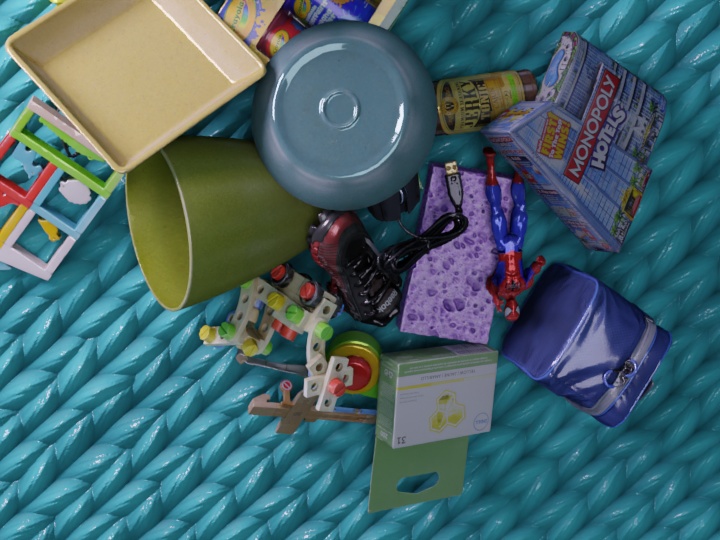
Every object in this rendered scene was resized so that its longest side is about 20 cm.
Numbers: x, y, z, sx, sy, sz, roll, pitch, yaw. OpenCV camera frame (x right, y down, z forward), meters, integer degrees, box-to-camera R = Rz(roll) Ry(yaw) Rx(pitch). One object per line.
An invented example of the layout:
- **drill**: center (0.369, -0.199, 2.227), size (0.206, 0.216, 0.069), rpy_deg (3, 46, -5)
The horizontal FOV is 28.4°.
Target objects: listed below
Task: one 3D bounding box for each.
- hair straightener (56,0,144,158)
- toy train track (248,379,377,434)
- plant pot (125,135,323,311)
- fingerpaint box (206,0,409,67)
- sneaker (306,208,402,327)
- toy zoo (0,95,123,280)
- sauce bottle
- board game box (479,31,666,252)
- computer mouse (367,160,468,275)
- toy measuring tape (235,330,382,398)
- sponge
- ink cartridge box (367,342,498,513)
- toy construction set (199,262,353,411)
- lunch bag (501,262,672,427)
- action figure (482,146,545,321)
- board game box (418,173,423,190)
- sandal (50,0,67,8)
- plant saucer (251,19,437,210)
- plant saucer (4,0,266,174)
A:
- **hair straightener**: center (-0.282, -0.215, 1.570), size (0.076, 0.041, 0.201), rpy_deg (28, 104, -12)
- **toy train track**: center (-0.035, 0.158, 1.682), size (0.197, 0.033, 0.115), rpy_deg (7, 148, -19)
- **plant pot**: center (-0.131, -0.067, 1.554), size (0.198, 0.187, 0.190), rpy_deg (-12, 107, -27)
- **fingerpaint box**: center (-0.045, -0.293, 1.539), size (0.166, 0.073, 0.201), rpy_deg (34, 94, -6)
- **sneaker**: center (0.000, 0.000, 1.574), size (0.098, 0.201, 0.071), rpy_deg (37, 72, 27)
- **toy zoo**: center (-0.364, -0.078, 1.583), size (0.131, 0.021, 0.201), rpy_deg (34, 107, -19)
- **sauce bottle**: center (0.101, -0.183, 1.594), size (0.197, 0.065, 0.066), rpy_deg (-10, 105, -12)
- **board game box**: center (0.239, -0.154, 1.576), size (0.199, 0.061, 0.202), rpy_deg (28, 81, -29)
- **computer mouse**: center (0.055, -0.108, 1.542), size (0.139, 0.046, 0.202), rpy_deg (-24, 101, -32)
- **toy measuring tape**: center (-0.043, 0.097, 1.659), size (0.197, 0.074, 0.075), rpy_deg (14, 102, -4)
- **sponge**: center (0.116, -0.020, 1.665), size (0.110, 0.030, 0.203), rpy_deg (9, 103, -10)
- **ink cartridge box**: center (0.085, 0.191, 1.676), size (0.144, 0.048, 0.203), rpy_deg (-5, 107, -31)
- **toy construction set**: center (-0.084, 0.067, 1.586), size (0.132, 0.199, 0.092), rpy_deg (-59, 146, 0)
- **lunch bag**: center (0.266, 0.088, 1.623), size (0.131, 0.200, 0.137), rpy_deg (32, 94, -16)
- **action figure**: center (0.173, -0.032, 1.608), size (0.064, 0.099, 0.203), rpy_deg (-6, 108, -6)
- **board game box**: center (-0.002, -0.174, 1.616), size (0.103, 0.023, 0.203), rpy_deg (-16, 105, -5)
- **sandal**: center (-0.306, -0.352, 1.513), size (0.086, 0.080, 0.202), rpy_deg (-16, 114, -6)
- **plant saucer**: center (-0.019, -0.165, 1.478), size (0.197, 0.036, 0.203), rpy_deg (-1, 85, 7)
- **plant saucer**: center (-0.232, -0.209, 1.473), size (0.199, 0.049, 0.200), rpy_deg (-38, 74, -22)
